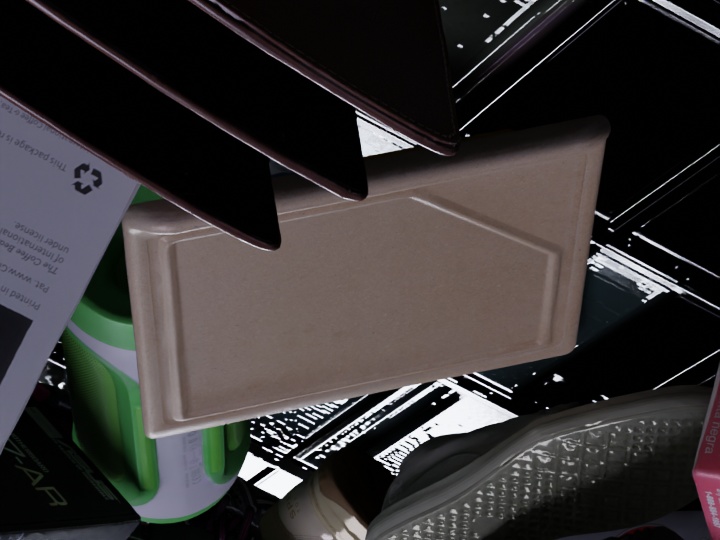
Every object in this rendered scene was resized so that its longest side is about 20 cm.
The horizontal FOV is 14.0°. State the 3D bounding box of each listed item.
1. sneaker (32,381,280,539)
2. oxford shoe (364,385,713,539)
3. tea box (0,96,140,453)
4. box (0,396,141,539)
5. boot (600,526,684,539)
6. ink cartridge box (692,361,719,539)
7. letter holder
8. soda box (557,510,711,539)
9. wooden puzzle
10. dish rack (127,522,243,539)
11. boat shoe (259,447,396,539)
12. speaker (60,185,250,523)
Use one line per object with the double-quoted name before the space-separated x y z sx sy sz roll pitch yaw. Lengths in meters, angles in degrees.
"sneaker" -0.102 0.119 1.450 0.200 0.081 0.075 22 149 -1
"oxford shoe" 0.084 0.086 1.304 0.200 0.058 0.075 -26 123 35
"tea box" -0.203 -0.043 1.092 0.200 0.134 0.197 28 179 -16
"box" -0.201 0.055 1.259 0.200 0.044 0.160 46 -168 16
"boot" 0.124 0.188 1.267 0.158 0.079 0.211 37 154 -23
"ink cartridge box" 0.246 0.096 1.181 0.200 0.085 0.146 8 151 19
"letter holder" -0.075 -0.088 0.962 0.200 0.142 0.101 33 114 -24
"soda box" 0.170 0.153 1.354 0.200 0.064 0.068 -6 143 38
"wooden puzzle" 0.000 0.000 1.154 0.185 0.037 0.200 -11 154 -7
"dish rack" -0.132 0.200 1.426 0.153 0.055 0.200 17 118 -10
"boat shoe" 0.036 0.175 1.419 0.065 0.071 0.200 -40 96 25
"speaker" -0.091 0.039 1.292 0.088 0.088 0.200 16 152 7
